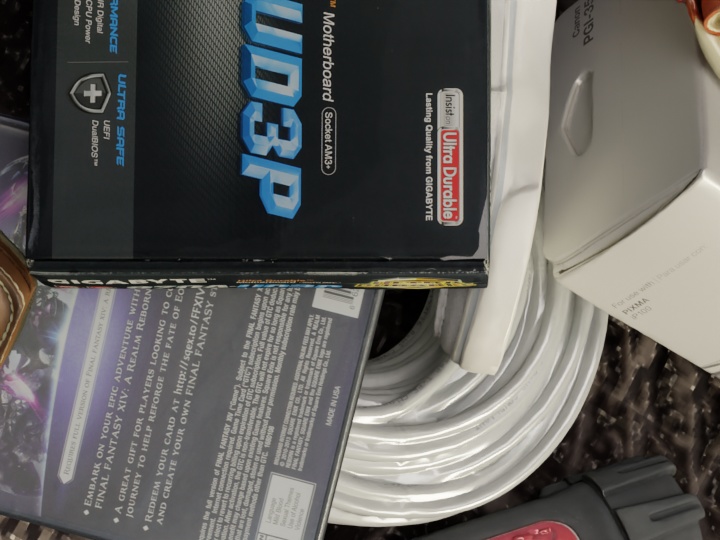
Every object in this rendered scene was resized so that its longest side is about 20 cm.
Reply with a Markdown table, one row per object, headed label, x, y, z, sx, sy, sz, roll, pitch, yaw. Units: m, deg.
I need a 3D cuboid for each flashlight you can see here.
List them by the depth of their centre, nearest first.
| label | x | y | z | sx | sy | sz | roll | pitch | yaw |
| --- | --- | --- | --- | --- | --- | --- | --- | --- | --- |
| flashlight | 0.045 | 0.130 | 0.865 | 0.200 | 0.068 | 0.068 | -14 | 90 | -19 |

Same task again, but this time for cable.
| label | x | y | z | sx | sy | sz | roll | pitch | yaw |
| --- | --- | --- | --- | --- | --- | --- | --- | --- | --- |
| cable | 0.000 | 0.000 | 0.857 | 0.200 | 0.069 | 0.201 | -8 | 90 | -21 |

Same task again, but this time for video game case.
| label | x | y | z | sx | sy | sz | roll | pitch | yaw |
| --- | --- | --- | --- | --- | --- | --- | --- | --- | --- |
| video game case | -0.098 | 0.025 | 0.793 | 0.200 | 0.019 | 0.143 | 14 | 97 | 4 |

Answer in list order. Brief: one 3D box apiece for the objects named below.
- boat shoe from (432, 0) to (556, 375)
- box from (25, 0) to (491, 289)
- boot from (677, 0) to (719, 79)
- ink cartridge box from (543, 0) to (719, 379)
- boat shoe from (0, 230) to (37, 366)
| label | x | y | z | sx | sy | sz | roll | pitch | yaw |
| --- | --- | --- | --- | --- | --- | --- | --- | --- | --- |
| boat shoe | 0.035 | -0.064 | 0.805 | 0.068 | 0.072 | 0.201 | 5 | 92 | 1 |
| box | -0.033 | -0.093 | 0.759 | 0.159 | 0.046 | 0.201 | 1 | 82 | 2 |
| boot | 0.141 | -0.135 | 0.795 | 0.200 | 0.075 | 0.107 | 54 | 43 | 2 |
| ink cartridge box | 0.174 | -0.024 | 0.863 | 0.200 | 0.083 | 0.147 | 30 | 44 | -26 |
| boat shoe | -0.213 | -0.014 | 0.752 | 0.200 | 0.074 | 0.076 | 22 | 98 | 1 |
